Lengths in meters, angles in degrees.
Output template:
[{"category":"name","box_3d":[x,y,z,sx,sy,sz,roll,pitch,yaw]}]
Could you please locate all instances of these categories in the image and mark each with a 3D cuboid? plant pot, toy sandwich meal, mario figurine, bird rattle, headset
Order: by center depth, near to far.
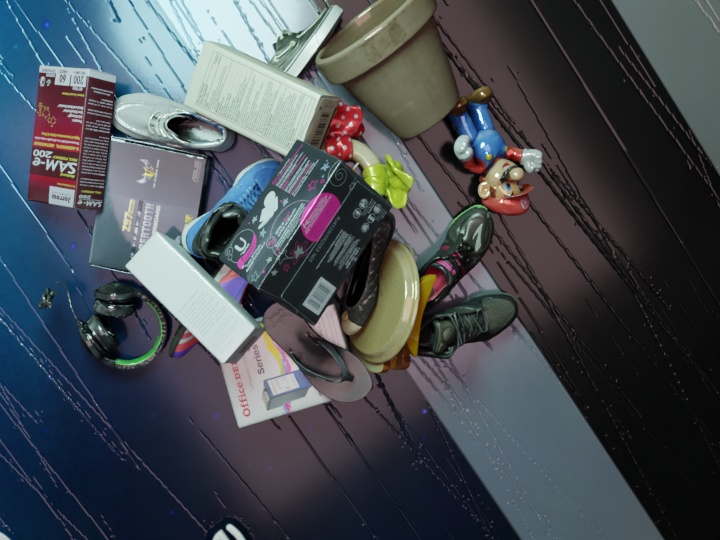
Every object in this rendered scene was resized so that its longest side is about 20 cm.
[{"category":"plant pot","box_3d":[0.059,-0.297,1.313,0.199,0.200,0.176,-37,110,1]},{"category":"bird rattle","box_3d":[-0.018,-0.152,1.340,0.200,0.113,0.164,43,78,-9]},{"category":"toy sandwich meal","box_3d":[0.046,0.057,1.356,0.069,0.204,0.210,11,96,-33]},{"category":"mario figurine","box_3d":[0.212,-0.181,1.361,0.122,0.106,0.203,-26,93,9]},{"category":"headset","box_3d":[-0.392,0.077,1.364,0.197,0.094,0.125,27,93,-16]}]

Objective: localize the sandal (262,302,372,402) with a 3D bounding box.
[{"category":"sandal","box_3d":[-0.068,0.129,1.322,0.199,0.043,0.076,39,92,-7]}]

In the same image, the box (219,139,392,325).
[{"category":"box","box_3d":[-0.075,-0.053,1.226,0.132,0.114,0.202,36,87,-45]}]

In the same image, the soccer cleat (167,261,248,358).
[{"category":"soccer cleat","box_3d":[-0.226,0.062,1.386,0.073,0.068,0.202,35,90,-9]}]

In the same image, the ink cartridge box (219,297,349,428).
[{"category":"ink cartridge box","box_3d":[-0.114,0.142,1.386,0.196,0.088,0.148,-15,96,1]}]

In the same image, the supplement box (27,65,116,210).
[{"category":"supplement box","box_3d":[-0.434,-0.198,1.333,0.107,0.061,0.205,9,95,28]}]

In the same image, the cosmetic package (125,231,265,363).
[{"category":"cosmetic package","box_3d":[-0.237,0.042,1.294,0.200,0.101,0.071,44,88,7]}]

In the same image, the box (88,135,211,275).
[{"category":"box","box_3d":[-0.324,-0.093,1.373,0.154,0.051,0.204,11,95,-3]}]

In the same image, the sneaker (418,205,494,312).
[{"category":"sneaker","box_3d":[0.144,-0.010,1.385,0.076,0.084,0.201,36,93,-6]}]

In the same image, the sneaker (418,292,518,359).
[{"category":"sneaker","box_3d":[0.160,0.089,1.381,0.195,0.114,0.078,-13,98,-3]}]

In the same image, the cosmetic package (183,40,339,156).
[{"category":"cosmetic package","box_3d":[-0.143,-0.246,1.292,0.197,0.087,0.105,28,105,13]}]

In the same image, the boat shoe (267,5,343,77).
[{"category":"boat shoe","box_3d":[-0.105,-0.331,1.352,0.063,0.071,0.201,40,95,-5]}]

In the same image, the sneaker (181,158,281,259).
[{"category":"sneaker","box_3d":[-0.173,-0.089,1.330,0.199,0.111,0.077,-40,116,-16]}]

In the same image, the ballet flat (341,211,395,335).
[{"category":"ballet flat","box_3d":[0.000,0.000,1.322,0.056,0.066,0.204,5,109,-32]}]

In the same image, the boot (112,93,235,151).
[{"category":"boot","box_3d":[-0.289,-0.226,1.340,0.195,0.096,0.075,9,95,-3]}]
